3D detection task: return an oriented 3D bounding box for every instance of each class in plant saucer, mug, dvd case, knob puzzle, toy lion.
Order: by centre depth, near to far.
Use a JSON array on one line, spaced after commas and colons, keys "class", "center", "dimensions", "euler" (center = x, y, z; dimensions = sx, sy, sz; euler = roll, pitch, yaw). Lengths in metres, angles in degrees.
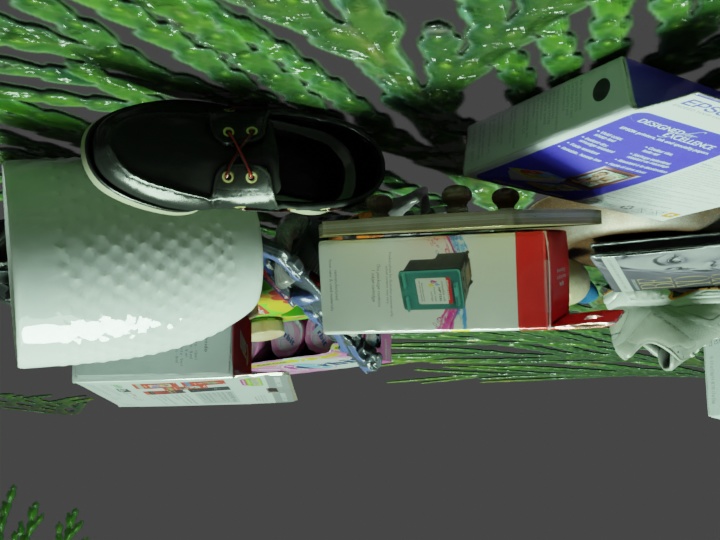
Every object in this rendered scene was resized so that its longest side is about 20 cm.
[{"class": "knob puzzle", "center": [0.071, -0.042, 0.762], "dimensions": [0.218, 0.031, 0.220], "euler": [-2, -179, 0]}, {"class": "mug", "center": [-0.174, -0.018, 0.841], "dimensions": [0.174, 0.149, 0.200], "euler": [-4, -161, -19]}, {"class": "dvd case", "center": [0.302, -0.008, 0.938], "dimensions": [0.199, 0.016, 0.149], "euler": [-4, 167, 19]}, {"class": "plant saucer", "center": [0.240, -0.033, 0.947], "dimensions": [0.199, 0.037, 0.200], "euler": [1, 166, 0]}, {"class": "toy lion", "center": [-0.049, 0.016, 1.140], "dimensions": [0.190, 0.069, 0.200], "euler": [-9, 167, 5]}]

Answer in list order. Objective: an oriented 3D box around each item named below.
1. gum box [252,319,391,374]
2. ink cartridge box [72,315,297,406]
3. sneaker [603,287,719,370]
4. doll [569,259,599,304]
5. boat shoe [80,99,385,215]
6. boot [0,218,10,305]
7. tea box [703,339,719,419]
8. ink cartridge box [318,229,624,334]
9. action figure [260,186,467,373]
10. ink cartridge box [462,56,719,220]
[{"class": "gum box", "center": [-0.063, 0.088, 1.417], "dimensions": [0.199, 0.067, 0.113], "euler": [-11, 164, 41]}, {"class": "ink cartridge box", "center": [-0.145, 0.069, 0.987], "dimensions": [0.174, 0.085, 0.200], "euler": [-1, 167, -2]}, {"class": "sneaker", "center": [0.367, 0.068, 1.257], "dimensions": [0.198, 0.093, 0.076], "euler": [2, 168, -9]}, {"class": "doll", "center": [0.148, 0.013, 1.031], "dimensions": [0.135, 0.049, 0.200], "euler": [4, 180, -19]}, {"class": "boat shoe", "center": [-0.074, -0.073, 0.704], "dimensions": [0.200, 0.074, 0.063], "euler": [3, 170, -37]}, {"class": "boot", "center": [-0.261, 0.008, 1.053], "dimensions": [0.199, 0.077, 0.168], "euler": [9, 170, -11]}, {"class": "tea box", "center": [0.560, 0.121, 1.386], "dimensions": [0.196, 0.135, 0.199], "euler": [-12, 162, 43]}, {"class": "ink cartridge box", "center": [0.082, 0.006, 0.794], "dimensions": [0.199, 0.068, 0.116], "euler": [-2, -178, 16]}, {"class": "action figure", "center": [0.000, 0.000, 0.965], "dimensions": [0.192, 0.105, 0.200], "euler": [-1, 143, 30]}, {"class": "ink cartridge box", "center": [0.202, -0.081, 0.712], "dimensions": [0.197, 0.044, 0.200], "euler": [9, 167, -32]}]
